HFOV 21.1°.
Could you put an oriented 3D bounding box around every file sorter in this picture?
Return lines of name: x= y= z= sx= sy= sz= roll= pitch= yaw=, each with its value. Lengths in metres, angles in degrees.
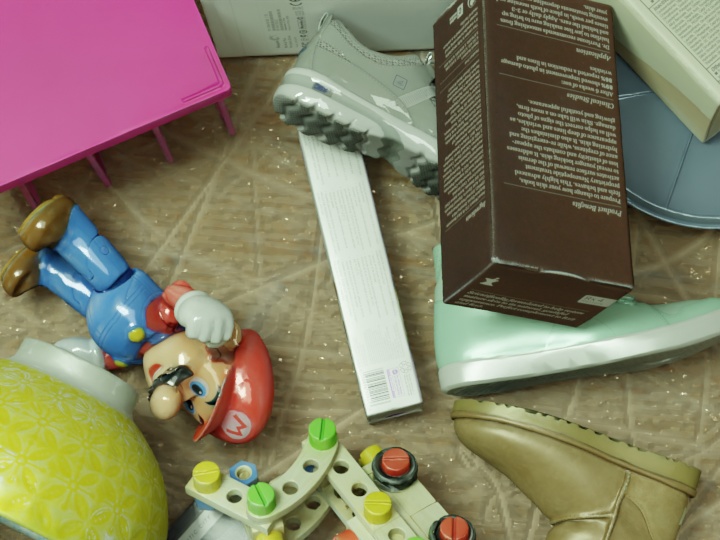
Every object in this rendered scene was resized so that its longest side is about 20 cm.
file sorter: x=-0.195 y=-0.121 z=1.271 sx=0.199 sy=0.125 sz=0.140 roll=-23 pitch=76 yaw=-4

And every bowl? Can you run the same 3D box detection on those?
bowl: x=-0.194 y=0.106 z=1.185 sx=0.199 sy=0.200 sz=0.108 roll=23 pitch=78 yaw=8

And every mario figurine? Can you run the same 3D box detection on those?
mario figurine: x=-0.145 y=0.045 z=1.234 sx=0.200 sy=0.123 sz=0.106 roll=37 pitch=83 yaw=5

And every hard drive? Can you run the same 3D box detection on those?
hard drive: x=-0.002 y=-0.177 z=1.271 sx=0.198 sy=0.132 sz=0.027 roll=-2 pitch=75 yaw=2

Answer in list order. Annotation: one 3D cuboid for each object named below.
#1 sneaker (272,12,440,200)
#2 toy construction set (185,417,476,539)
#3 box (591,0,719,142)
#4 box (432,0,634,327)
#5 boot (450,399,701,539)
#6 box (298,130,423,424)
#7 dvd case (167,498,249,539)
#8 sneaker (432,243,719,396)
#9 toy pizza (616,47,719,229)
sneaker: x=0.046 y=-0.102 z=1.258 sx=0.199 sy=0.075 sz=0.082 roll=25 pitch=74 yaw=-18
toy construction set: x=-0.006 y=0.177 z=1.198 sx=0.131 sy=0.092 sz=0.200 roll=-27 pitch=69 yaw=-22
box: x=0.194 y=-0.193 z=1.262 sx=0.095 sy=0.078 sz=0.200 roll=-38 pitch=76 yaw=-9
box: x=0.105 y=-0.074 z=1.201 sx=0.100 sy=0.075 sz=0.201 roll=11 pitch=62 yaw=-23
boot: x=0.113 y=0.196 z=1.218 sx=0.174 sy=0.066 sz=0.201 roll=18 pitch=80 yaw=7
box: x=0.000 y=0.000 z=1.279 sx=0.041 sy=0.039 sz=0.201 roll=-14 pitch=77 yaw=-2
dvd case: x=-0.073 y=0.258 z=1.238 sx=0.200 sy=0.016 sz=0.149 roll=42 pitch=84 yaw=10
sneaker: x=0.143 y=0.008 z=1.253 sx=0.199 sy=0.074 sz=0.119 roll=-8 pitch=77 yaw=1
toy pizza: x=0.232 y=-0.121 z=1.298 sx=0.199 sy=0.032 sz=0.202 roll=0 pitch=74 yaw=1
